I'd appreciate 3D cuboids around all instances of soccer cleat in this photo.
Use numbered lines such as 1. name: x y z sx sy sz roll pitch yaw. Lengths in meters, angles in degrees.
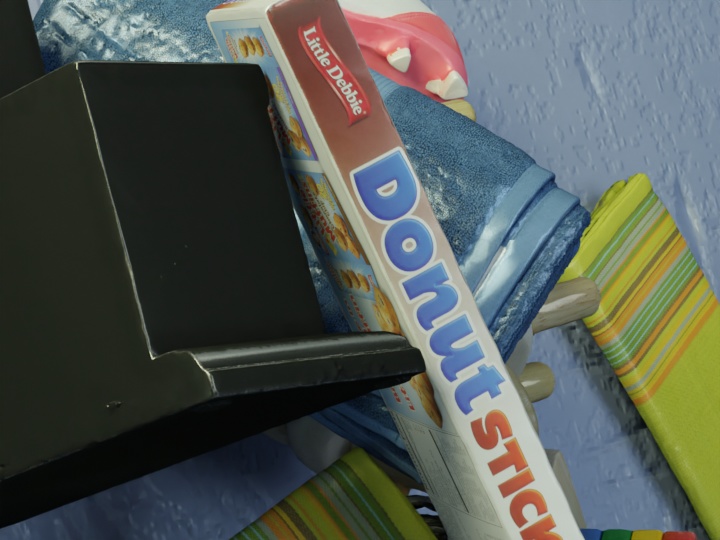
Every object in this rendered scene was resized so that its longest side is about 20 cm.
1. soccer cleat: -0.038 -0.117 0.980 0.200 0.067 0.077 31 20 -31

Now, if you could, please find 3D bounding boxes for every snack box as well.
1. snack box: 0.013 0.009 0.740 0.024 0.072 0.201 -28 102 -13

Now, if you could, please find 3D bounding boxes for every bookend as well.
1. bookend: -0.107 -0.034 0.735 0.092 0.198 0.201 -5 76 -51

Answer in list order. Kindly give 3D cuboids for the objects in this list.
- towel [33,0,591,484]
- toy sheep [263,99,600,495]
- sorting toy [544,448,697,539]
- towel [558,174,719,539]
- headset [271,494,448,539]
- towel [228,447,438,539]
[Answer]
1. towel: -0.032 -0.026 0.824 0.112 0.200 0.049 -59 166 -4
2. toy sheep: 0.000 0.000 0.906 0.138 0.138 0.200 4 42 -49
3. sorting toy: 0.089 0.203 0.902 0.200 0.069 0.199 69 29 -44
4. towel: 0.153 0.060 1.143 0.200 0.018 0.086 59 43 -14
5. headset: -0.005 0.175 0.821 0.123 0.094 0.201 -9 95 -77
6. towel: -0.053 0.144 0.763 0.200 0.018 0.086 -35 80 -14
